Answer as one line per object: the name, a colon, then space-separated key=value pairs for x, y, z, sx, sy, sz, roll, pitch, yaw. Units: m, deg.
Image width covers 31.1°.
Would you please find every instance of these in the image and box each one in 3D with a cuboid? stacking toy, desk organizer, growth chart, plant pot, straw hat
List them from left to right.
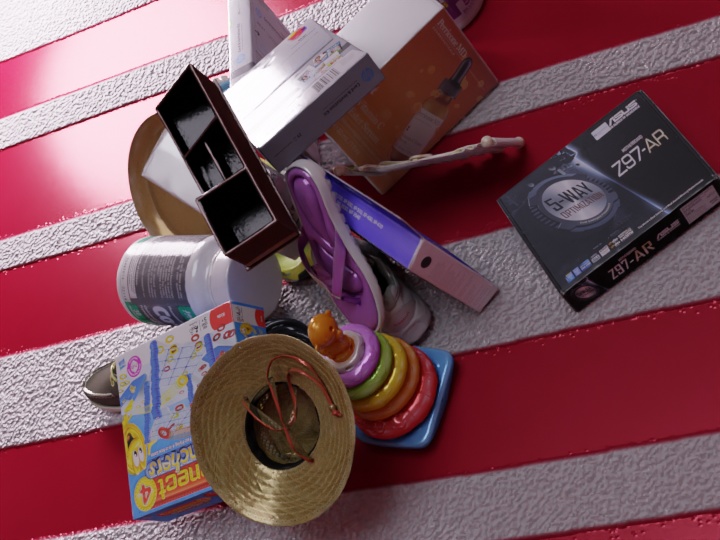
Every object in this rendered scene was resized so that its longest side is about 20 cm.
plant pot: x=-0.227 y=-0.111 z=1.690 sx=0.199 sy=0.027 sz=0.202 roll=15 pitch=114 yaw=36
desk organizer: x=-0.145 y=-0.107 z=1.335 sx=0.071 sy=0.077 sz=0.201 roll=-32 pitch=76 yaw=8
straw hat: x=-0.071 y=0.155 z=1.335 sx=0.199 sy=0.085 sz=0.203 roll=4 pitch=101 yaw=23
stacking toy: x=0.001 y=0.098 z=1.343 sx=0.109 sy=0.200 sz=0.117 roll=2 pitch=65 yaw=36
growth chart: x=0.082 y=-0.128 z=1.474 sx=0.198 sy=0.145 sz=0.018 roll=-10 pitch=91 yaw=17

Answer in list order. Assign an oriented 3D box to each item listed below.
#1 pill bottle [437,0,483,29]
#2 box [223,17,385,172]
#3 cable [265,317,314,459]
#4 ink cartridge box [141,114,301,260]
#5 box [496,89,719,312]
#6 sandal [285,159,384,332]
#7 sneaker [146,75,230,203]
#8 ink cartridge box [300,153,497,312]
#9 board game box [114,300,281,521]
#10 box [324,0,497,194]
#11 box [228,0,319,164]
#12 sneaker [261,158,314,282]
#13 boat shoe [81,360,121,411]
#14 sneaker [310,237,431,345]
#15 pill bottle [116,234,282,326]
pill bottle: x=0.067 y=-0.390 z=1.615 sx=0.111 sy=0.200 sz=0.113 roll=-18 pitch=52 yaw=25
box: x=-0.073 y=-0.201 z=1.451 sx=0.156 sy=0.041 sz=0.200 roll=-42 pitch=31 yaw=-2
cable: x=-0.102 y=0.148 z=1.499 sx=0.163 sy=0.051 sz=0.200 roll=-37 pitch=46 yaw=1
ink cartridge box: x=-0.138 y=-0.091 z=1.476 sx=0.145 sy=0.200 sz=0.085 roll=32 pitch=90 yaw=17
box: x=0.264 y=-0.076 z=1.377 sx=0.199 sy=0.044 sz=0.161 roll=-37 pitch=47 yaw=10
sandal: x=-0.039 y=-0.018 z=1.387 sx=0.050 sy=0.204 sz=0.082 roll=-29 pitch=9 yaw=-34
sneaker: x=-0.213 y=-0.168 z=1.759 sx=0.090 sy=0.078 sz=0.201 roll=37 pitch=92 yaw=32
ink cartridge box: x=0.028 y=-0.043 z=1.414 sx=0.198 sy=0.200 sz=0.044 roll=36 pitch=91 yaw=43
board game box: x=-0.184 y=0.162 z=1.466 sx=0.199 sy=0.056 sz=0.198 roll=-26 pitch=64 yaw=32
box: x=0.038 y=-0.224 z=1.561 sx=0.200 sy=0.152 sz=0.106 roll=-44 pitch=45 yaw=4
box: x=-0.112 y=-0.243 z=1.669 sx=0.041 sy=0.156 sz=0.202 roll=-21 pitch=52 yaw=21
sneaker: x=-0.110 y=-0.068 z=1.608 sx=0.078 sy=0.090 sz=0.201 roll=-36 pitch=51 yaw=7
boat shoe: x=-0.275 y=0.127 z=1.619 sx=0.200 sy=0.060 sz=0.073 roll=-13 pitch=56 yaw=29
sneaker: x=0.000 y=0.000 z=1.477 sx=0.078 sy=0.099 sz=0.200 roll=-46 pitch=47 yaw=-5
pill bottle: x=-0.198 y=0.013 z=1.593 sx=0.199 sy=0.113 sz=0.114 roll=0 pitch=61 yaw=42
